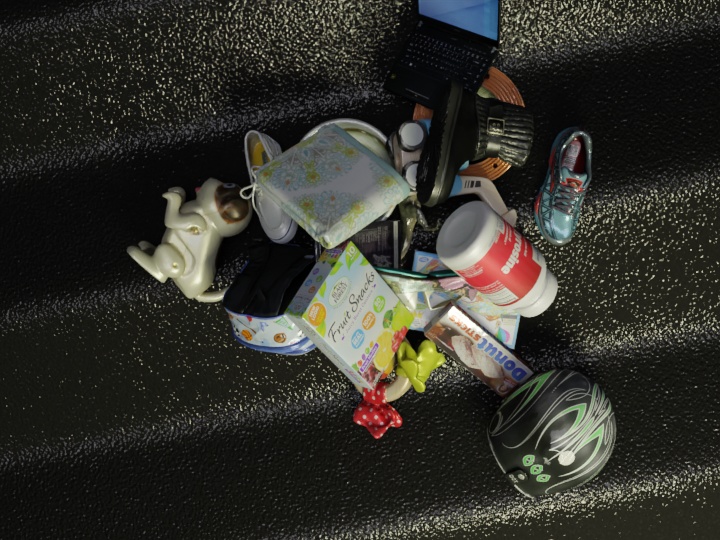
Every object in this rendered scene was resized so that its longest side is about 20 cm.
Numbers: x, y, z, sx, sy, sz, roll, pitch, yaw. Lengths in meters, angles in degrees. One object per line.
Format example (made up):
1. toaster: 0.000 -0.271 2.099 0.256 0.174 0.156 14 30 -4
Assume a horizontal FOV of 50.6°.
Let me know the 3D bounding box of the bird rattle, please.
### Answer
1. bird rattle: 0.045 0.178 1.313 0.201 0.112 0.164 -49 65 30

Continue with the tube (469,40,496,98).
1. tube: 0.212 -0.287 1.295 0.058 0.052 0.202 -32 86 -38

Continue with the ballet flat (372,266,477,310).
1. ballet flat: 0.107 0.030 1.253 0.196 0.069 0.073 0 99 -17

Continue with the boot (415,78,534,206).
1. boot: 0.180 -0.179 1.170 0.155 0.079 0.215 20 78 -16

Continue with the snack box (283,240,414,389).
1. snack box: -0.012 0.071 1.182 0.200 0.052 0.143 49 62 -36

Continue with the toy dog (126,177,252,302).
1. toy dog: -0.268 -0.064 1.291 0.193 0.140 0.201 41 93 0

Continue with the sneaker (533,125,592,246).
1. sneaker: 0.339 -0.142 1.266 0.078 0.096 0.204 8 93 4

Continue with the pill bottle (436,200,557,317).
1. pill bottle: 0.221 -0.011 1.207 0.199 0.112 0.113 36 95 -29

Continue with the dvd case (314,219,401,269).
1. dvd case: 0.000 0.000 1.242 0.016 0.198 0.152 7 102 42

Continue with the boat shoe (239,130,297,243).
1. boat shoe: -0.158 -0.146 1.259 0.074 0.086 0.206 -20 67 21

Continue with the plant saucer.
1. plant saucer: -0.026 -0.157 1.312 0.196 0.050 0.205 0 93 5

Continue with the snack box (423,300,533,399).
1. snack box: 0.200 0.136 1.285 0.199 0.024 0.072 39 108 -19

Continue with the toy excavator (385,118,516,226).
1. toy excavator: 0.152 -0.150 1.243 0.196 0.100 0.199 -6 88 -11

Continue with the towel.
1. towel: -0.047 -0.135 1.186 0.170 0.049 0.200 -37 59 -22

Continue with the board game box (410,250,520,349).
1. board game box: 0.179 0.049 1.317 0.196 0.034 0.137 11 93 3

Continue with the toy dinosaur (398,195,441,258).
1. toy dinosaur: 0.098 -0.107 1.310 0.086 0.047 0.204 3 96 17

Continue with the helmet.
1. helmet: 0.323 0.260 1.251 0.190 0.200 0.201 -40 90 22

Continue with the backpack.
1. backpack: -0.129 0.049 1.246 0.197 0.191 0.157 4 121 30

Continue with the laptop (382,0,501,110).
1. laptop: 0.126 -0.377 1.230 0.176 0.103 0.202 31 93 33

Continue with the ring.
1. ring: 0.182 -0.245 1.280 0.197 0.019 0.205 5 101 25
